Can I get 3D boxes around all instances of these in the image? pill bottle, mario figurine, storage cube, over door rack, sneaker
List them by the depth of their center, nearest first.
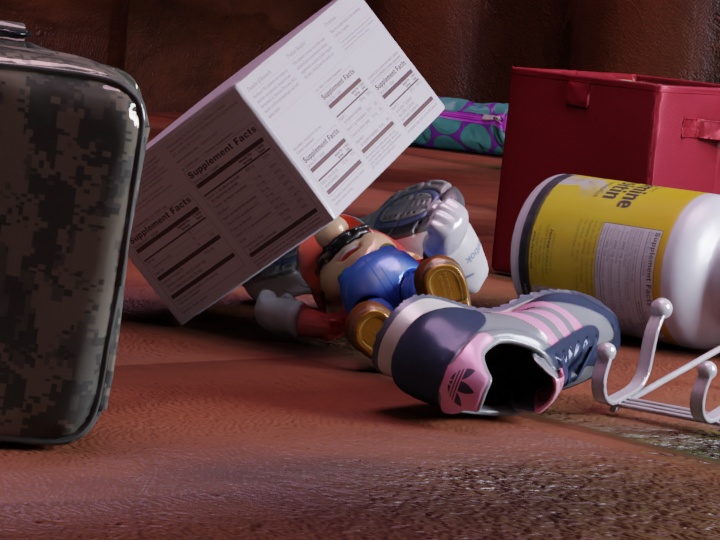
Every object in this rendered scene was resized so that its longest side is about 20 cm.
[{"bbox_3d":[0.098,0.057,1.451,0.200,0.070,0.082,-4,29,-46],"label":"sneaker"},{"bbox_3d":[0.249,0.057,1.498,0.147,0.067,0.200,11,9,35],"label":"over door rack"},{"bbox_3d":[0.000,0.000,1.635,0.123,0.106,0.200,1,9,-15],"label":"mario figurine"},{"bbox_3d":[0.001,0.001,1.790,0.199,0.087,0.075,-11,35,36],"label":"sneaker"},{"bbox_3d":[0.216,-0.004,1.804,0.199,0.112,0.112,10,8,37],"label":"pill bottle"},{"bbox_3d":[0.237,-0.076,2.150,0.171,0.181,0.200,-1,10,-43],"label":"storage cube"}]

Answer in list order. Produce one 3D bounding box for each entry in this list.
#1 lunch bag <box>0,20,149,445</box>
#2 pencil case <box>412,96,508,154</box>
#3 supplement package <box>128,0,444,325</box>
[{"bbox_3d":[-0.187,-0.020,1.267,0.139,0.201,0.168,7,10,-9],"label":"lunch bag"},{"bbox_3d":[0.153,-0.221,3.764,0.199,0.085,0.092,8,-20,28],"label":"pencil case"},{"bbox_3d":[-0.063,-0.080,1.705,0.156,0.111,0.200,-34,7,33],"label":"supplement package"}]
